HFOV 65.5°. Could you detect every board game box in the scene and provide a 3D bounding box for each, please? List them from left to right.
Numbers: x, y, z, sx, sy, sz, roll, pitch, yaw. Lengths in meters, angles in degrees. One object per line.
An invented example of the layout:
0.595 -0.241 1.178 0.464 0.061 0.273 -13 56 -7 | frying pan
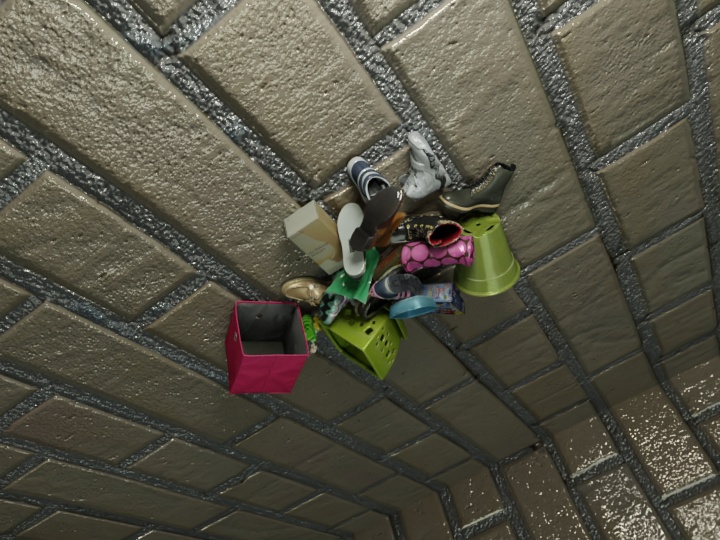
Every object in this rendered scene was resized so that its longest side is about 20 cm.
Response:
0.212 0.089 1.757 0.198 0.062 0.200 1 165 22 | board game box

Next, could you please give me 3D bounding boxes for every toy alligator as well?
-0.154 0.177 1.674 0.059 0.200 0.054 -36 111 10 | toy alligator

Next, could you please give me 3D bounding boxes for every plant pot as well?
0.024 0.179 1.703 0.182 0.198 0.201 -49 142 -19 | plant pot
0.351 -0.063 1.608 0.198 0.201 0.191 -18 128 0 | plant pot

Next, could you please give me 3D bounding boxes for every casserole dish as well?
0.150 0.105 1.600 0.120 0.039 0.200 -20 168 19 | casserole dish

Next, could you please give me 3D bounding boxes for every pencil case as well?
0.215 -0.041 1.529 0.198 0.091 0.094 -5 122 23 | pencil case

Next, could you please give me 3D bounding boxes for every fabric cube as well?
-0.286 0.229 1.661 0.198 0.197 0.200 4 136 -25 | fabric cube

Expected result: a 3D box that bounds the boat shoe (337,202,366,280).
-0.020 -0.074 1.450 0.070 0.202 0.064 -4 163 7 | boat shoe

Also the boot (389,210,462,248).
0.164 -0.103 1.493 0.198 0.151 0.074 -13 109 -11 | boot

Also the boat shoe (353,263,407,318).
0.070 0.066 1.611 0.201 0.066 0.072 -41 133 -13 | boat shoe

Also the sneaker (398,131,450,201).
0.141 -0.249 1.390 0.114 0.075 0.200 -34 140 12 | sneaker

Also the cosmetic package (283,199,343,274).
-0.103 -0.084 1.483 0.105 0.071 0.200 -32 138 15 | cosmetic package

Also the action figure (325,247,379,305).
0.000 0.000 1.542 0.117 0.201 0.055 20 151 14 | action figure

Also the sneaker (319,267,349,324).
-0.029 0.070 1.618 0.139 0.078 0.202 18 94 -35 | sneaker

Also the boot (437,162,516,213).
0.310 -0.230 1.487 0.198 0.078 0.139 -7 135 -34 | boot

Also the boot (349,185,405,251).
0.075 -0.127 1.386 0.200 0.068 0.189 -14 136 -62 | boot

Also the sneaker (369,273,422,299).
0.101 0.049 1.560 0.082 0.071 0.199 -22 161 31 | sneaker

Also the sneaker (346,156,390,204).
0.045 -0.188 1.389 0.070 0.109 0.200 -42 136 2 | sneaker

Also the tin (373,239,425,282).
0.113 -0.034 1.644 0.111 0.042 0.200 23 124 -42 | tin

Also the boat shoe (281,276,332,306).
-0.132 0.066 1.639 0.198 0.065 0.072 1 136 -22 | boat shoe
